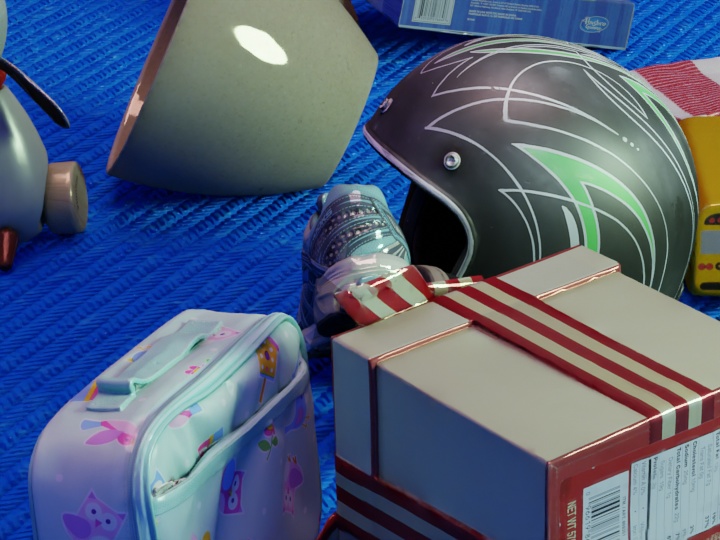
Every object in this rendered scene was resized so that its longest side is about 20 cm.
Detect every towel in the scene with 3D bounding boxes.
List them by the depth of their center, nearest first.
[{"bbox_3d":[0.299,-0.138,2.144,0.199,0.023,0.144,-10,23,-16],"label":"towel"}]

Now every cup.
[{"bbox_3d":[-0.072,-0.131,1.984,0.143,0.201,0.200,23,21,-8],"label":"cup"}]

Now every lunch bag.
[{"bbox_3d":[-0.085,0.110,1.406,0.077,0.161,0.200,6,23,20],"label":"lunch bag"}]

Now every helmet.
[{"bbox_3d":[0.100,-0.044,1.706,0.199,0.192,0.200,0,19,0],"label":"helmet"}]

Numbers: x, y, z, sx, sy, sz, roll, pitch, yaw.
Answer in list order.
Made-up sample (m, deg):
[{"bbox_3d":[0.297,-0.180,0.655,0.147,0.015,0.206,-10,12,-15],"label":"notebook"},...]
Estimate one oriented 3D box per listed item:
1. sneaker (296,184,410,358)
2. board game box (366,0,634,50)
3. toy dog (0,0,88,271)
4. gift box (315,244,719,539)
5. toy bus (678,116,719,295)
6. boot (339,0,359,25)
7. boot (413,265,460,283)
[{"bbox_3d":[0.000,0.000,1.676,0.077,0.087,0.200,-6,-11,-8],"label":"sneaker"},{"bbox_3d":[0.087,-0.231,2.303,0.199,0.044,0.199,4,18,-24],"label":"board game box"},{"bbox_3d":[-0.243,-0.081,1.885,0.131,0.200,0.097,-23,36,15],"label":"toy dog"},{"bbox_3d":[0.079,0.099,1.389,0.199,0.185,0.187,-14,27,-34],"label":"gift box"},{"bbox_3d":[0.233,-0.043,1.847,0.065,0.079,0.200,-2,23,1],"label":"toy bus"},{"bbox_3d":[-0.049,-0.228,2.327,0.073,0.076,0.200,-13,24,-19],"label":"boot"},{"bbox_3d":[0.093,0.050,1.560,0.150,0.074,0.200,2,-21,-2],"label":"boot"}]
